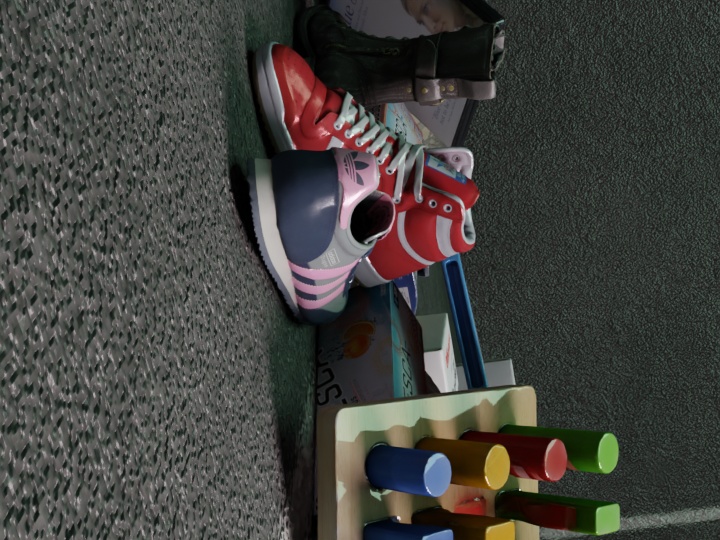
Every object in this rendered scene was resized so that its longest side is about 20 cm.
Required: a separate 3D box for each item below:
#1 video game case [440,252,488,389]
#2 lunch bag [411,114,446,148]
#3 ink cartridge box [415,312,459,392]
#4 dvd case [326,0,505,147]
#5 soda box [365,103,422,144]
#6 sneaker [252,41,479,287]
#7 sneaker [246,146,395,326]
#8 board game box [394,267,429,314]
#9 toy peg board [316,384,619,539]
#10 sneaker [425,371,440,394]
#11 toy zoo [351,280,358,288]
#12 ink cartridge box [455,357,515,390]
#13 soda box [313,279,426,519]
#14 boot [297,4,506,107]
[{"bbox_3d":[0.086,0.057,0.834,0.143,0.018,0.203,63,15,-73],"label":"video game case"},{"bbox_3d":[0.035,-0.230,1.122,0.201,0.116,0.166,79,-4,-52],"label":"lunch bag"},{"bbox_3d":[0.059,0.156,1.043,0.144,0.082,0.203,-61,141,-77],"label":"ink cartridge box"},{"bbox_3d":[0.041,-0.223,0.961,0.200,0.017,0.144,47,-36,25],"label":"dvd case"},{"bbox_3d":[0.009,-0.090,0.895,0.064,0.068,0.201,55,18,-20],"label":"soda box"},{"bbox_3d":[0.012,-0.082,0.727,0.201,0.111,0.072,59,29,-32],"label":"sneaker"},{"bbox_3d":[-0.014,-0.016,0.674,0.200,0.081,0.071,67,13,-71],"label":"sneaker"},{"bbox_3d":[0.047,-0.063,1.295,0.200,0.061,0.203,-77,157,-69],"label":"board game box"},{"bbox_3d":[0.077,0.178,0.642,0.198,0.097,0.203,1,87,-46],"label":"toy peg board"},{"bbox_3d":[0.069,0.152,0.820,0.116,0.073,0.201,50,11,-36],"label":"sneaker"},{"bbox_3d":[0.000,0.000,1.009,0.200,0.020,0.133,-62,143,-77],"label":"toy zoo"},{"bbox_3d":[0.125,0.226,1.244,0.201,0.142,0.147,73,12,-45],"label":"ink cartridge box"},{"bbox_3d":[0.009,0.101,0.757,0.202,0.063,0.069,-91,156,-47],"label":"soda box"},{"bbox_3d":[0.034,-0.174,0.872,0.201,0.171,0.070,-86,165,-54],"label":"boot"}]
